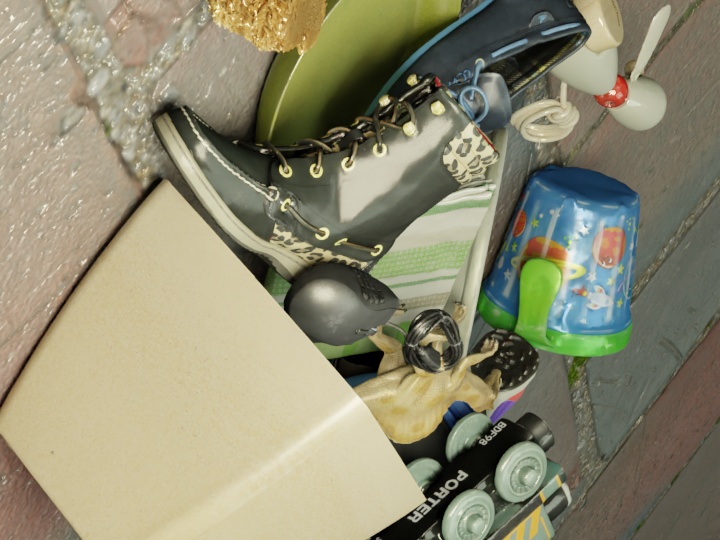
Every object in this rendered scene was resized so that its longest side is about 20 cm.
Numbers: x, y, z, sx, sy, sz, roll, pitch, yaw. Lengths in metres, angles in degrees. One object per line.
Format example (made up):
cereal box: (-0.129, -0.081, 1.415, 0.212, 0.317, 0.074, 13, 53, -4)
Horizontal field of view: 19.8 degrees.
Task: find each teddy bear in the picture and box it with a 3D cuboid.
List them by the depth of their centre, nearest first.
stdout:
teddy bear: (-0.035, -0.223, 1.143, 0.145, 0.066, 0.201, -36, 144, -58)

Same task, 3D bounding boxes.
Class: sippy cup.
sippy cup: (0.177, -0.014, 1.752, 0.139, 0.178, 0.131, 5, 112, -18)

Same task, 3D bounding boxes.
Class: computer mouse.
computer mouse: (0.016, 0.040, 1.320, 0.059, 0.034, 0.200, -45, 148, 14)

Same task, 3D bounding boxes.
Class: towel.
towel: (0.000, 0.000, 1.425, 0.148, 0.031, 0.200, -7, 149, -20)

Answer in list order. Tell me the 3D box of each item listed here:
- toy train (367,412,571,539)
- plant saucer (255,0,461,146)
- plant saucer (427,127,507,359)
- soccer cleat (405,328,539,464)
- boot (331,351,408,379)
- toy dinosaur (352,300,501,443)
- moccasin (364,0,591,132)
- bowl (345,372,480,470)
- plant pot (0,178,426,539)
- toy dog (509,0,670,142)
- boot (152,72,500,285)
toy train: (0.071, 0.191, 1.490, 0.200, 0.085, 0.114, -41, 129, -20)
plant saucer: (-0.007, -0.129, 1.346, 0.200, 0.031, 0.200, -44, 155, -27)
plant saucer: (0.070, -0.014, 1.566, 0.200, 0.050, 0.201, 12, 90, -88)
soccer cleat: (0.073, 0.117, 1.640, 0.200, 0.068, 0.073, -36, 159, -48)
boot: (-0.020, 0.110, 1.595, 0.200, 0.074, 0.097, -56, 150, -29)
toy dinosaur: (0.030, 0.078, 1.441, 0.199, 0.058, 0.102, -5, 118, -29)
moccasin: (0.077, -0.126, 1.384, 0.200, 0.068, 0.081, -45, 158, -17)
bowl: (0.012, 0.170, 1.516, 0.200, 0.039, 0.202, -7, 103, -30)
plant pot: (-0.103, 0.102, 1.272, 0.177, 0.200, 0.200, -41, 155, -5)
toy dog: (0.169, -0.179, 1.558, 0.200, 0.131, 0.097, 63, 25, -69)
boot: (-0.018, -0.074, 1.249, 0.154, 0.074, 0.203, -39, 138, 9)
